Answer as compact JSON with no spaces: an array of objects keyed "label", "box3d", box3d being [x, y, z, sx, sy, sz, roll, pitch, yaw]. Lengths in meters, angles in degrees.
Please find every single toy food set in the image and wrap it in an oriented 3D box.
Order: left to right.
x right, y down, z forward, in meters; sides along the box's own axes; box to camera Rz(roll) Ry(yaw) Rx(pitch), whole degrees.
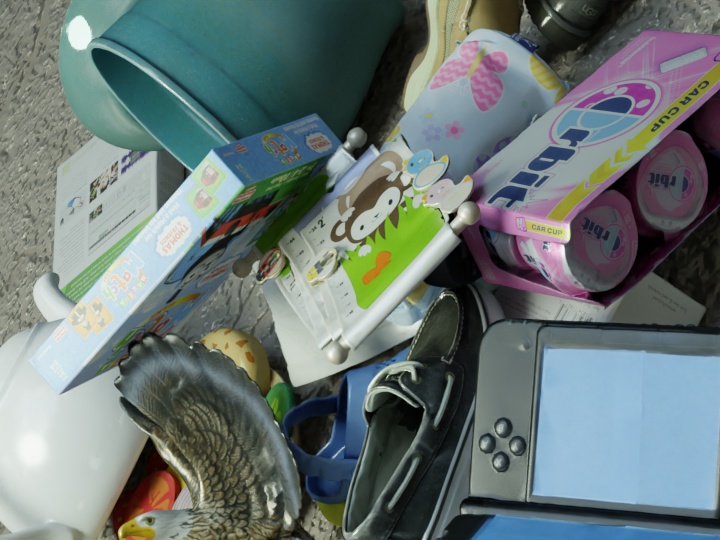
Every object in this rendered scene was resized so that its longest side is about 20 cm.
[{"label":"toy food set","box3d":[-0.113,0.153,1.703,0.200,0.049,0.198,-52,34,12]}]

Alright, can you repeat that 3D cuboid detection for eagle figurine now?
[{"label":"eagle figurine","box3d":[-0.093,0.145,1.540,0.151,0.151,0.201,-21,69,33]}]

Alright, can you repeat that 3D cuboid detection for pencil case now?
[{"label":"pencil case","box3d":[0.055,-0.060,1.526,0.200,0.090,0.083,-52,-8,-16]}]

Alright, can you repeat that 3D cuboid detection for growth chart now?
[{"label":"growth chart","box3d":[-0.002,-0.021,1.436,0.145,0.018,0.200,-51,28,2]}]

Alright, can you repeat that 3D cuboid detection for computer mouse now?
[{"label":"computer mouse","box3d":[0.089,-0.038,1.482,0.034,0.200,0.059,6,110,35]}]

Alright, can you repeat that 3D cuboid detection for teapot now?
[{"label":"teapot","box3d":[-0.234,0.112,1.756,0.198,0.145,0.200,-64,5,-2]}]

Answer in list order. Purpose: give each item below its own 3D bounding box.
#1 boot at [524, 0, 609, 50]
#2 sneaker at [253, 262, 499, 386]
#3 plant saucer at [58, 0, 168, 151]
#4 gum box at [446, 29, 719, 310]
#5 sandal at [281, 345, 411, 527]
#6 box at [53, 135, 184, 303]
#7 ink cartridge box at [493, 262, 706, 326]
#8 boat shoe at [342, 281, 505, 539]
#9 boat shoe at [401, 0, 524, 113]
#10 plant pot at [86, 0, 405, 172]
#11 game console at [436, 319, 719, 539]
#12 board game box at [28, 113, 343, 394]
[{"label":"boot","box3d":[0.184,-0.269,1.607,0.200,0.072,0.183,-47,48,31]},{"label":"sneaker","box3d":[0.000,0.000,1.601,0.199,0.073,0.116,-23,89,43]},{"label":"plant saucer","box3d":[-0.144,-0.181,1.871,0.201,0.200,0.036,-57,43,5]},{"label":"gum box","box3d":[0.156,-0.062,1.404,0.200,0.066,0.113,-40,29,-24]},{"label":"sandal","box3d":[0.022,0.090,1.537,0.200,0.087,0.080,-43,35,21]},{"label":"box","box3d":[-0.207,-0.047,1.999,0.144,0.036,0.201,-37,38,32]},{"label":"ink cartridge box","box3d":[0.111,0.082,1.436,0.201,0.068,0.115,-60,32,-1]},{"label":"boat shoe","box3d":[0.038,0.085,1.402,0.072,0.071,0.201,-26,42,44]},{"label":"boat shoe","box3d":[0.087,-0.160,1.610,0.076,0.071,0.201,52,149,30]},{"label":"plant pot","box3d":[-0.073,-0.171,1.781,0.188,0.200,0.200,-49,31,-10]},{"label":"game console","box3d":[0.127,0.112,1.270,0.199,0.118,0.174,2,86,31]},{"label":"board game box","box3d":[-0.111,-0.012,1.517,0.200,0.037,0.151,-46,-8,26]}]
